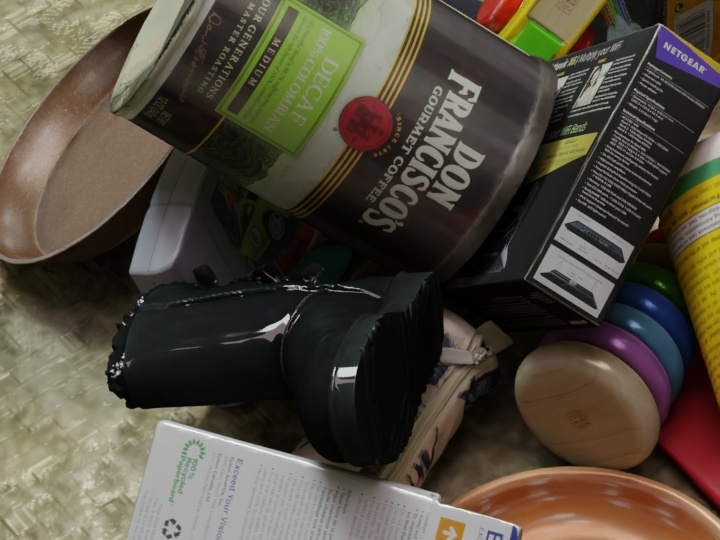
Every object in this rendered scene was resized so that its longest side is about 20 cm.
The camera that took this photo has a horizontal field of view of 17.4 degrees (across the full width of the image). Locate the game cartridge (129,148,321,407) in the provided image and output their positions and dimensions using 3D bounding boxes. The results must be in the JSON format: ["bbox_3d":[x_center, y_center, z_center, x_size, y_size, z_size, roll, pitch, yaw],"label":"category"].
[{"bbox_3d":[-0.064,-0.037,1.382,0.041,0.133,0.200,-2,45,33],"label":"game cartridge"}]

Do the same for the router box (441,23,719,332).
[{"bbox_3d":[0.110,-0.045,1.308,0.052,0.200,0.158,31,79,-14],"label":"router box"}]

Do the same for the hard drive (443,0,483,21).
[{"bbox_3d":[0.081,-0.102,1.495,0.200,0.042,0.135,31,57,30],"label":"hard drive"}]

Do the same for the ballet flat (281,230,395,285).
[{"bbox_3d":[0.000,0.000,1.393,0.070,0.065,0.200,7,45,39],"label":"ballet flat"}]

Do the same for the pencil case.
[{"bbox_3d":[0.007,0.100,1.274,0.078,0.089,0.200,43,48,-11],"label":"pencil case"}]

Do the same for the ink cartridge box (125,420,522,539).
[{"bbox_3d":[-0.032,0.193,1.158,0.199,0.041,0.200,15,87,20],"label":"ink cartridge box"}]

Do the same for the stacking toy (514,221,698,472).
[{"bbox_3d":[0.166,0.020,1.325,0.085,0.086,0.200,20,48,23],"label":"stacking toy"}]

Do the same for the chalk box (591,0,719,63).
[{"bbox_3d":[0.187,-0.220,1.540,0.124,0.125,0.200,-26,51,-18],"label":"chalk box"}]

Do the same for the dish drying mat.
[{"bbox_3d":[0.189,0.073,1.335,0.077,0.018,0.200,-28,49,-18],"label":"dish drying mat"}]

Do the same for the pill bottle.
[{"bbox_3d":[0.235,0.027,1.255,0.112,0.113,0.201,-14,73,-7],"label":"pill bottle"}]

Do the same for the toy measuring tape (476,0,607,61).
[{"bbox_3d":[0.130,-0.180,1.442,0.200,0.074,0.074,-53,51,13],"label":"toy measuring tape"}]

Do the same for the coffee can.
[{"bbox_3d":[-0.015,-0.099,1.285,0.200,0.146,0.147,29,47,-14],"label":"coffee can"}]

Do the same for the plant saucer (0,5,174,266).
[{"bbox_3d":[-0.150,-0.078,1.446,0.200,0.034,0.201,-32,36,26],"label":"plant saucer"}]

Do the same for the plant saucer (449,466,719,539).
[{"bbox_3d":[0.111,0.189,1.220,0.199,0.038,0.200,-3,46,3],"label":"plant saucer"}]

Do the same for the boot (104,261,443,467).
[{"bbox_3d":[-0.051,0.048,1.209,0.162,0.074,0.198,-3,17,14],"label":"boot"}]
